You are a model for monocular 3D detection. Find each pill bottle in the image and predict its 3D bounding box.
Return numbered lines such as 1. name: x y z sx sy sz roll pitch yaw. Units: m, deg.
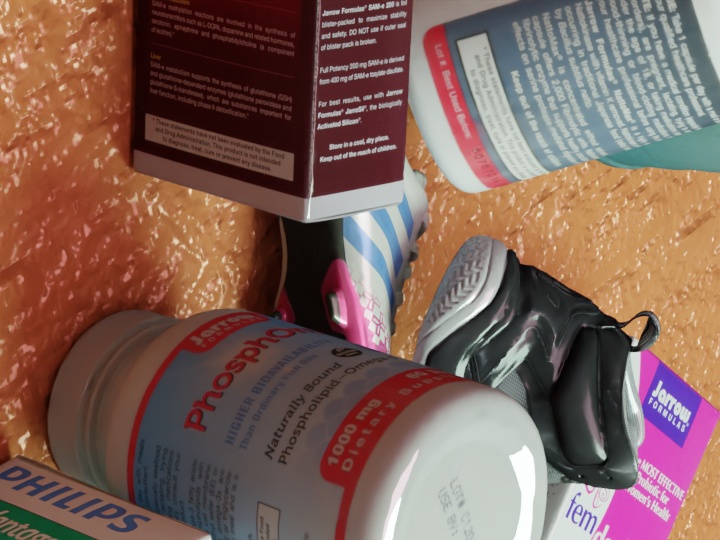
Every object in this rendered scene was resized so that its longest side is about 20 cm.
1. pill bottle: 0.121 -0.115 1.164 0.120 0.199 0.120 -15 90 -74
2. pill bottle: -0.031 0.077 1.077 0.109 0.200 0.109 -18 116 -44

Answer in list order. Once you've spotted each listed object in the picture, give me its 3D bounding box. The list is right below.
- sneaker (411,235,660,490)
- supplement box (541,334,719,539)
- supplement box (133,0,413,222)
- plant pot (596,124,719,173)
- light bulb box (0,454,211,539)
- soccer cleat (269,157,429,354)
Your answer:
1. sneaker: 0.064 0.092 1.197 0.076 0.113 0.201 -64 173 -71
2. supplement box: 0.076 0.127 1.290 0.101 0.103 0.201 36 73 -49
3. supplement box: -0.034 -0.130 1.079 0.061 0.109 0.201 -13 113 -44
4. plant pot: 0.218 -0.135 1.285 0.200 0.187 0.201 -20 115 -50
5. light bulb box: -0.151 0.211 1.044 0.200 0.125 0.199 -31 123 -37
6. soccer cleat: 0.000 0.000 1.187 0.086 0.070 0.201 -18 115 -44
